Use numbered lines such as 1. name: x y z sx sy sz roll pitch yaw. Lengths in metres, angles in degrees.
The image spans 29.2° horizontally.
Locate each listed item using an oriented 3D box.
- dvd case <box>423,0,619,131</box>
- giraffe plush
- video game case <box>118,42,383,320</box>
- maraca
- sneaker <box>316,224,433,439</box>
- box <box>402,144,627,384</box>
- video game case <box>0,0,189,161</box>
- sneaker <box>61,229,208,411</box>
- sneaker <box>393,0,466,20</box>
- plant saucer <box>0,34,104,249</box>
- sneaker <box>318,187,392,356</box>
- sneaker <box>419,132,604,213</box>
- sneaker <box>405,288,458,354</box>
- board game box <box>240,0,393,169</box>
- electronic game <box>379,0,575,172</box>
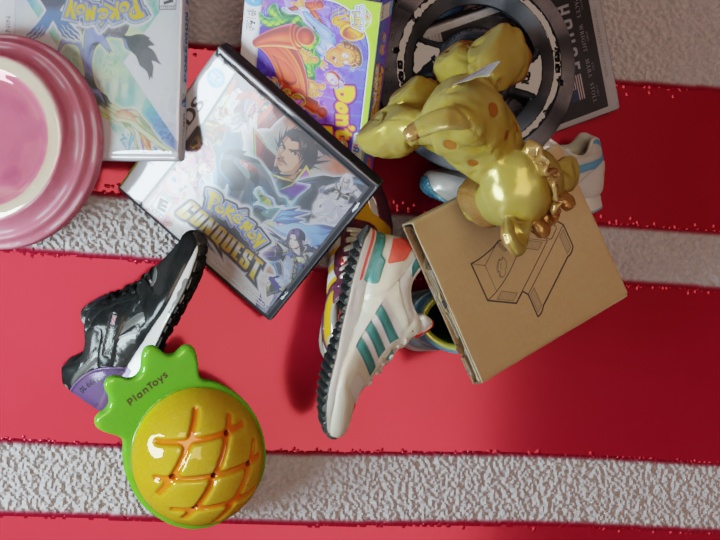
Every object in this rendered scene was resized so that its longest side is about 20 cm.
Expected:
1. dvd case: 0.160 -0.204 1.401 0.198 0.025 0.152 -20 114 -10
2. giraffe plush: 0.117 -0.106 1.229 0.172 0.200 0.163 -40 106 -7
3. video game case: -0.107 -0.082 1.320 0.200 0.026 0.181 41 112 0
4. maraca: -0.167 0.160 1.309 0.137 0.107 0.201 -40 119 -15
5. sneaker: 0.019 0.065 1.286 0.092 0.070 0.202 13 90 -8
6. box: 0.150 -0.009 1.313 0.199 0.021 0.165 -27 94 -29
7. video game case: -0.259 -0.196 1.309 0.197 0.022 0.185 1 90 13
8. sneaker: -0.220 0.041 1.317 0.087 0.076 0.201 29 97 0
9. sneaker: 0.022 -0.252 1.365 0.198 0.090 0.079 -21 92 -10
10. plant saucer: -0.340 -0.121 1.286 0.198 0.051 0.203 0 89 9
11. sneaker: 0.000 0.000 1.361 0.074 0.090 0.203 2 90 -10
12. sneaker: 0.153 -0.100 1.394 0.198 0.076 0.082 -3 104 -20
13. sneaker: 0.138 0.045 1.367 0.197 0.131 0.081 -10 91 -11
14. board game box: -0.048 -0.169 1.315 0.133 0.045 0.202 12 111 13
15. electronic game: 0.111 -0.195 1.337 0.197 0.042 0.203 0 92 -8
